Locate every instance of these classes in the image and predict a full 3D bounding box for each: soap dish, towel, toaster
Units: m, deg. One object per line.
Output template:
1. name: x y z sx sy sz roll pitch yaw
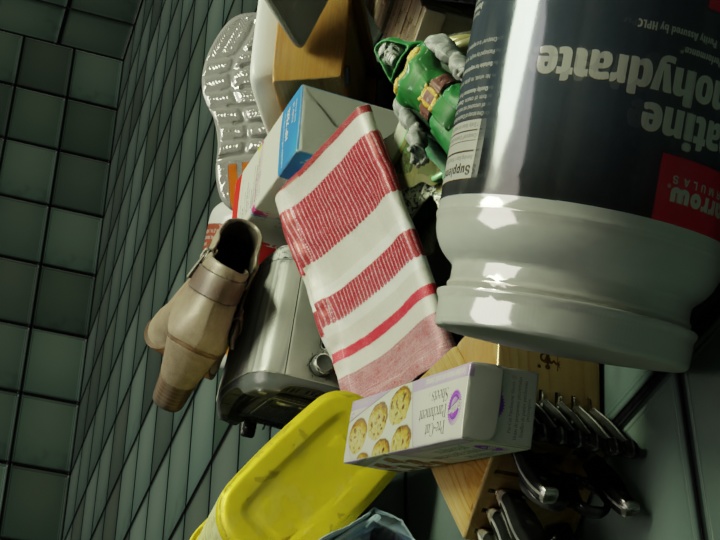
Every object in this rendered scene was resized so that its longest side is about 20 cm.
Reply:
1. soap dish: -0.034 -0.169 1.348 0.200 0.080 0.159 74 -162 -60
2. towel: 0.000 0.000 1.146 0.144 0.023 0.201 -40 64 51
3. toaster: -0.050 0.064 1.298 0.200 0.113 0.130 136 147 -67

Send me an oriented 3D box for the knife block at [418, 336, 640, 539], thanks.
1. knife block: 0.083 0.118 0.859 0.200 0.063 0.177 130 149 -59

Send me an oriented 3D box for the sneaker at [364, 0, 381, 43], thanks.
1. sneaker: 0.010 -0.313 1.433 0.200 0.073 0.116 119 155 -50

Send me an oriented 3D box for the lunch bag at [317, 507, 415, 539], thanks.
1. lunch bag: -0.018 0.273 0.999 0.200 0.126 0.171 -80 11 -61

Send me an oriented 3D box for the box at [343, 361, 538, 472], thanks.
1. box: 0.039 0.083 0.851 0.200 0.038 0.042 151 128 -70

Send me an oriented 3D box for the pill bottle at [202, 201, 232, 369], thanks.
1. pill bottle: -0.102 0.000 1.522 0.112 0.111 0.202 176 105 -74

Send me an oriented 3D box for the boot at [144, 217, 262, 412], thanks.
1. boot: -0.124 0.022 1.293 0.200 0.070 0.147 -96 30 -65

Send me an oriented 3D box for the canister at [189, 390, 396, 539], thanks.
1. canister: -0.052 0.174 1.130 0.148 0.087 0.200 -42 -7 -22

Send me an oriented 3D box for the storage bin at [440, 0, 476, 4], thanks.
1. storage bin: 0.032 -0.272 1.118 0.199 0.093 0.136 15 94 41

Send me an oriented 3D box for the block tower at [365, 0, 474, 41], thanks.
1. block tower: 0.050 -0.205 1.246 0.200 0.057 0.054 -107 32 -64

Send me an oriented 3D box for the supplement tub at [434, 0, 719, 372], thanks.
1. supplement tub: 0.113 -0.061 0.746 0.140 0.139 0.202 173 108 -74

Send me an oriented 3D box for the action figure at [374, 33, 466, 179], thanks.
1. action figure: 0.064 -0.096 0.996 0.119 0.054 0.200 -60 42 19

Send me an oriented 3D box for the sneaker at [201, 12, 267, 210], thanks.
1. sneaker: -0.097 -0.128 1.438 0.112 0.077 0.202 61 -151 -71

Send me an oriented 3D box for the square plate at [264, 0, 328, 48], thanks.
1. square plate: -0.052 -0.308 1.200 0.199 0.028 0.200 -65 -32 -18

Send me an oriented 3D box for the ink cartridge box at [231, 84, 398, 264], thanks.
1. ink cartridge box: -0.036 -0.062 1.302 0.200 0.115 0.068 133 146 -53

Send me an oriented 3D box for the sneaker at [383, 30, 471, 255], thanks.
1. sneaker: 0.065 -0.084 1.107 0.201 0.076 0.089 114 143 -47
